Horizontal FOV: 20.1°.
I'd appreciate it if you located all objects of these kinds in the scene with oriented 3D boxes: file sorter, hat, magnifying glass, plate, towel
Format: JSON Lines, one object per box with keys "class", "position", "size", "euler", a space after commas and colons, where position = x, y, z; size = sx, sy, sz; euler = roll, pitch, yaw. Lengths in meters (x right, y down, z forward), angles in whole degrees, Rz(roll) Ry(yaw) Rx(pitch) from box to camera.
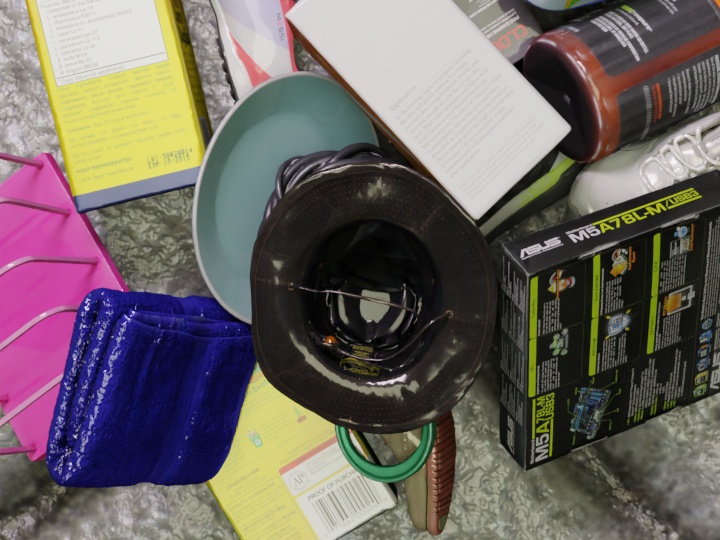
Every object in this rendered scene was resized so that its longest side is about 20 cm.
{"class": "file sorter", "position": [-0.270, 0.025, 1.547], "size": [0.139, 0.125, 0.201], "euler": [-36, 75, 16]}
{"class": "hat", "position": [0.013, 0.013, 1.487], "size": [0.199, 0.081, 0.202], "euler": [2, 106, 9]}
{"class": "magnifying glass", "position": [0.007, 0.066, 1.586], "size": [0.079, 0.022, 0.201], "euler": [-14, 84, 16]}
{"class": "plate", "position": [-0.060, -0.055, 1.575], "size": [0.025, 0.200, 0.201], "euler": [16, 95, 43]}
{"class": "towel", "position": [-0.147, 0.090, 1.505], "size": [0.049, 0.200, 0.149], "euler": [13, 92, 28]}

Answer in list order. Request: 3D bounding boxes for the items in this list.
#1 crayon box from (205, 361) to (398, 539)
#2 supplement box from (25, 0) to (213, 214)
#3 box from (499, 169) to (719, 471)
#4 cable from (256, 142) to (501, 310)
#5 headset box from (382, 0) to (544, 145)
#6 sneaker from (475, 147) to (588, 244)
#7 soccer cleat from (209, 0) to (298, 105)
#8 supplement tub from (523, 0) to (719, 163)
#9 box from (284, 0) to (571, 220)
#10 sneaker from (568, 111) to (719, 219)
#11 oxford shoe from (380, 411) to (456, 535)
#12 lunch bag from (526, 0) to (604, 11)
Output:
{"class": "crayon box", "position": [-0.072, 0.129, 1.628], "size": [0.127, 0.051, 0.201], "euler": [-30, 94, 2]}
{"class": "supplement box", "position": [-0.185, -0.155, 1.581], "size": [0.108, 0.110, 0.201], "euler": [-12, 94, 1]}
{"class": "box", "position": [0.196, 0.039, 1.540], "size": [0.192, 0.048, 0.201], "euler": [-18, 132, -17]}
{"class": "cable", "position": [0.000, 0.000, 1.550], "size": [0.163, 0.051, 0.200], "euler": [-42, 95, 8]}
{"class": "headset box", "position": [0.042, -0.204, 1.592], "size": [0.148, 0.077, 0.201], "euler": [-32, 92, 2]}
{"class": "sneaker", "position": [0.088, -0.068, 1.601], "size": [0.199, 0.072, 0.083], "euler": [-33, 104, -6]}
{"class": "soccer cleat", "position": [-0.087, -0.221, 1.598], "size": [0.073, 0.068, 0.201], "euler": [-15, 98, 0]}
{"class": "supplement tub", "position": [0.231, -0.165, 1.559], "size": [0.199, 0.107, 0.107], "euler": [-25, 94, -21]}
{"class": "box", "position": [0.049, -0.139, 1.488], "size": [0.097, 0.124, 0.200], "euler": [-43, 88, 1]}
{"class": "sneaker", "position": [0.246, -0.085, 1.556], "size": [0.199, 0.087, 0.075], "euler": [-25, 80, -22]}
{"class": "oxford shoe", "position": [0.032, 0.112, 1.624], "size": [0.073, 0.071, 0.201], "euler": [-8, 87, 14]}
{"class": "lunch bag", "position": [0.155, -0.300, 1.532], "size": [0.160, 0.083, 0.201], "euler": [-16, 66, -29]}
